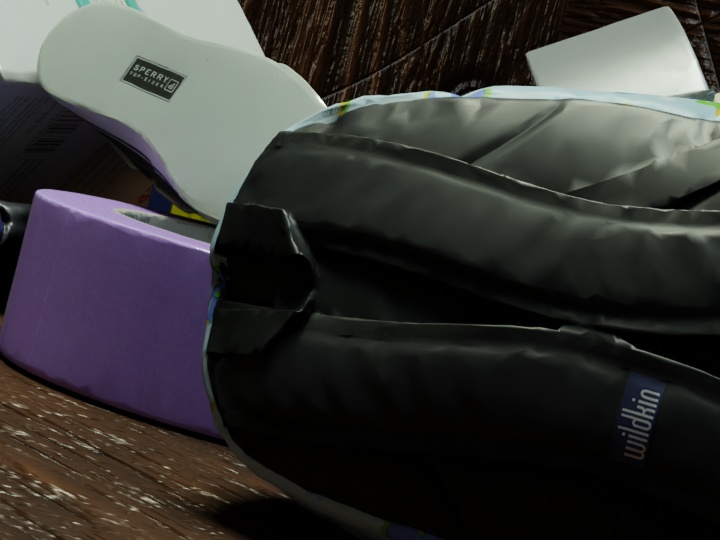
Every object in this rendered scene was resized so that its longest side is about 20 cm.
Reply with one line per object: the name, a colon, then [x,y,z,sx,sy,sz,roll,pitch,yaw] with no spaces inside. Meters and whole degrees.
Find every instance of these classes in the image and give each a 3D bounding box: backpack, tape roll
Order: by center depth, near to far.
backpack: [0.051,0.024,0.615,0.198,0.165,0.154,8,-6,8]
tape roll: [-0.040,0.024,0.844,0.198,0.066,0.200,15,4,-1]
tape roll: [0.129,-0.006,0.898,0.066,0.202,0.200,-17,1,5]

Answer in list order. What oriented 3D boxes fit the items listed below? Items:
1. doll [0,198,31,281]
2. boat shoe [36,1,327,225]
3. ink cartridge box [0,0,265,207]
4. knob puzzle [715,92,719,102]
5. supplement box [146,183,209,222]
doll: [-0.188,-0.016,0.970,0.135,0.049,0.200,-3,-6,26]
boat shoe: [-0.062,-0.059,0.924,0.200,0.071,0.064,35,-8,42]
ink cartridge box: [-0.176,-0.112,1.088,0.199,0.146,0.147,-4,61,-52]
knob puzzle: [0.187,0.020,0.892,0.030,0.222,0.220,-18,0,5]
supplement box: [0.000,0.000,1.043,0.198,0.110,0.109,16,4,14]
